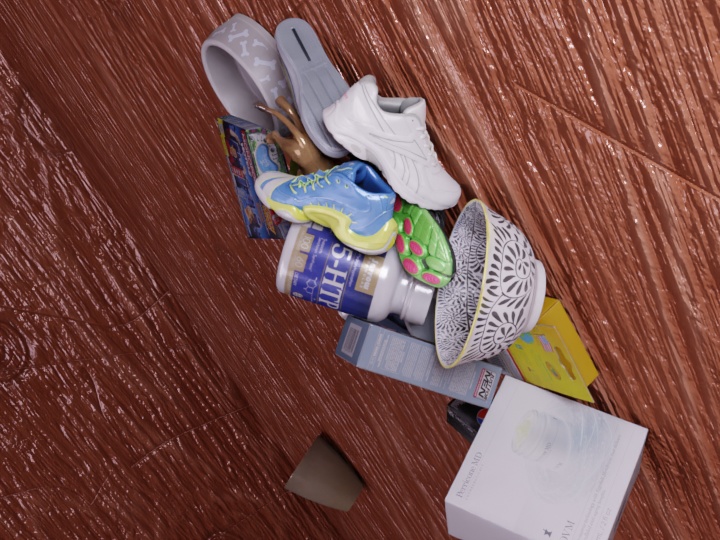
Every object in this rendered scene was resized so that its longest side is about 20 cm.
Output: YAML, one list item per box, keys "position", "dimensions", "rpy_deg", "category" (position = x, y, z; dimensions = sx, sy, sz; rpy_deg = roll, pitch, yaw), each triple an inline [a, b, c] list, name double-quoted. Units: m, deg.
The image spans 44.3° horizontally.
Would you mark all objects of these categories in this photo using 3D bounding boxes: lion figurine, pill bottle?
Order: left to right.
- position: [-0.059, -0.140, 1.160]
  dimensions: [0.200, 0.072, 0.123]
  rpy_deg: [37, -171, -48]
  category: "lion figurine"
- position: [0.000, 0.000, 1.162]
  dimensions: [0.199, 0.120, 0.120]
  rpy_deg: [17, 155, 4]
  category: "pill bottle"

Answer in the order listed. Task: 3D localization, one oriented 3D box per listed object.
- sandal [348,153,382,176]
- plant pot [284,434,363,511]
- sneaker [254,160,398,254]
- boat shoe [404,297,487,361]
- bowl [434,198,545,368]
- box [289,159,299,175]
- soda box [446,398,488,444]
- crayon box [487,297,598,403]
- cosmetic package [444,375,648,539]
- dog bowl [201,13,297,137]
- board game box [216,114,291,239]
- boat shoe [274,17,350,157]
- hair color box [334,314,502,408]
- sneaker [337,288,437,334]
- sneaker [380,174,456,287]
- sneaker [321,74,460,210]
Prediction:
- position: [0.005, -0.157, 1.187]
  dimensions: [0.076, 0.043, 0.200]
  rpy_deg: [41, 158, 24]
  category: "sandal"
- position: [-0.097, 0.629, 2.657]
  dimensions: [0.200, 0.188, 0.187]
  rpy_deg: [34, 159, 3]
  category: "plant pot"
- position: [-0.037, -0.102, 1.086]
  dimensions: [0.199, 0.076, 0.105]
  rpy_deg: [25, 126, 15]
  category: "sneaker"
- position: [0.124, 0.096, 1.298]
  dimensions: [0.199, 0.074, 0.068]
  rpy_deg: [31, 172, -33]
  category: "boat shoe"
- position: [0.160, 0.022, 1.045]
  dimensions: [0.094, 0.202, 0.201]
  rpy_deg: [9, 161, -8]
  category: "bowl"
- position: [-0.060, -0.080, 1.315]
  dimensions: [0.200, 0.047, 0.122]
  rpy_deg: [-123, 34, -49]
  category: "box"
- position: [0.232, 0.278, 1.443]
  dimensions: [0.200, 0.063, 0.071]
  rpy_deg: [41, 159, 27]
  category: "soda box"
- position: [0.224, 0.091, 1.147]
  dimensions: [0.200, 0.051, 0.127]
  rpy_deg: [14, 139, 60]
  category: "crayon box"
- position: [0.240, 0.275, 1.146]
  dimensions: [0.199, 0.200, 0.123]
  rpy_deg: [18, 148, 23]
  category: "cosmetic package"
- position: [-0.160, -0.277, 1.311]
  dimensions: [0.200, 0.059, 0.200]
  rpy_deg: [42, 159, 20]
  category: "dog bowl"
- position: [-0.133, -0.125, 1.301]
  dimensions: [0.200, 0.061, 0.201]
  rpy_deg: [32, 138, 59]
  category: "board game box"
- position: [-0.054, -0.227, 1.123]
  dimensions: [0.062, 0.072, 0.201]
  rpy_deg: [98, 153, -70]
  category: "boat shoe"
- position: [0.077, 0.121, 1.183]
  dimensions: [0.199, 0.061, 0.099]
  rpy_deg: [20, 178, -19]
  category: "hair color box"
- position: [0.033, 0.028, 1.286]
  dimensions: [0.200, 0.146, 0.081]
  rpy_deg: [72, 176, -52]
  category: "sneaker"
- position: [0.081, -0.057, 1.111]
  dimensions: [0.077, 0.083, 0.200]
  rpy_deg: [-62, 35, 31]
  category: "sneaker"
- position: [0.056, -0.151, 1.042]
  dimensions: [0.200, 0.099, 0.078]
  rpy_deg: [35, -156, -23]
  category: "sneaker"
